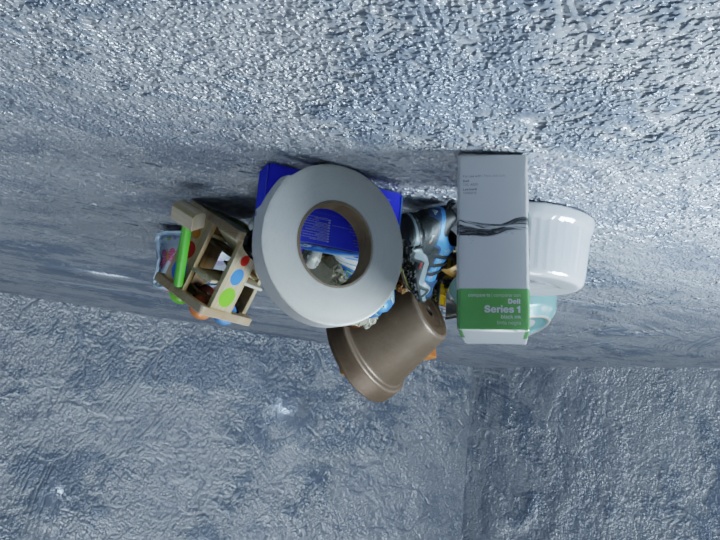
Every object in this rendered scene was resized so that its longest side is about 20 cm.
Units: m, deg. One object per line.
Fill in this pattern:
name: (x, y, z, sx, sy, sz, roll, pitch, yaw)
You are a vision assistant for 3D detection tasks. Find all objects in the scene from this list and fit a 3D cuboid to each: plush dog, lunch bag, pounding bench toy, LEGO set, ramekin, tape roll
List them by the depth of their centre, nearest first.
tape roll: (-0.038, -0.031, 0.942, 0.200, 0.207, 0.037, 11, 169, -28)
ramekin: (0.237, -0.026, 1.098, 0.196, 0.100, 0.201, 6, 169, 1)
pounding bench toy: (-0.244, -0.010, 1.173, 0.123, 0.158, 0.199, 30, -176, 32)
plush dog: (0.000, 0.000, 1.345, 0.170, 0.164, 0.199, -8, -163, -35)
lunch bag: (-0.278, -0.003, 1.428, 0.196, 0.130, 0.170, 0, 172, -4)
LEGO set: (0.148, 0.047, 1.469, 0.197, 0.118, 0.153, -2, 167, 32)

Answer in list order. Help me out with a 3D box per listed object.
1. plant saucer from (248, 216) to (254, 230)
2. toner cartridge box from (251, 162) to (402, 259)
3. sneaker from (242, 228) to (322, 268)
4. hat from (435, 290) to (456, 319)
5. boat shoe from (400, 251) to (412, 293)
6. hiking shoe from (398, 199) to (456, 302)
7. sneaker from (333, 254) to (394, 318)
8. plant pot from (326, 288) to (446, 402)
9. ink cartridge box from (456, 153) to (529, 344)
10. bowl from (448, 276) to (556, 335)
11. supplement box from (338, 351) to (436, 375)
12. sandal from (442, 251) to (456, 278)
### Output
plant saucer: (-0.068, -0.074, 1.135, 0.196, 0.051, 0.200, 6, 169, 1)
toner cartridge box: (-0.042, -0.073, 1.008, 0.197, 0.097, 0.043, 11, 169, -24)
sneaker: (-0.127, -0.029, 1.099, 0.098, 0.071, 0.200, 12, 160, -21)
hat: (0.184, 0.069, 1.671, 0.197, 0.083, 0.201, 6, 170, 1)
boat shoe: (0.098, -0.021, 1.211, 0.072, 0.066, 0.201, 10, 157, 10)
hiking shoe: (0.106, -0.019, 1.110, 0.085, 0.075, 0.201, -19, 150, -5)
sneaker: (0.015, 0.014, 1.131, 0.074, 0.107, 0.199, -3, 169, 25)
plant pot: (0.062, 0.117, 1.397, 0.173, 0.203, 0.199, -31, 154, 21)
ink cartridge box: (0.158, -0.021, 0.895, 0.083, 0.204, 0.146, 0, 170, 11)
bowl: (0.261, 0.055, 1.313, 0.197, 0.107, 0.202, -11, 156, -5)
supplement box: (0.052, 0.167, 1.548, 0.197, 0.070, 0.066, -15, 161, 24)
sandal: (0.183, -0.012, 1.315, 0.196, 0.055, 0.080, 7, 169, -7)
